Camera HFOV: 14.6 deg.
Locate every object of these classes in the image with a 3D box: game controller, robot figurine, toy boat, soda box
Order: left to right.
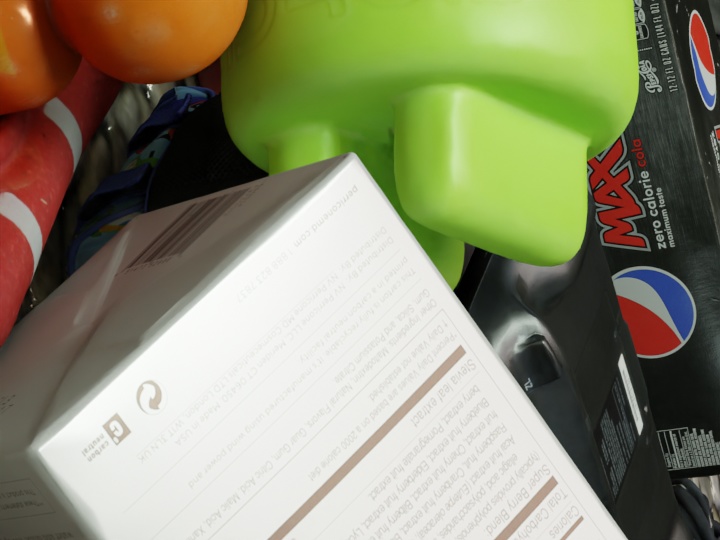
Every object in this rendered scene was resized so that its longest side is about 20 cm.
[{"bbox_3d":[-0.091,-0.066,0.746,0.200,0.130,0.131,-77,149,-55],"label":"toy boat"},{"bbox_3d":[0.016,-0.097,0.788,0.116,0.175,0.201,17,63,-47],"label":"robot figurine"},{"bbox_3d":[0.065,0.063,0.869,0.104,0.042,0.200,-75,155,-43],"label":"game controller"},{"bbox_3d":[0.093,-0.032,0.950,0.071,0.063,0.200,-57,135,-63],"label":"soda box"}]

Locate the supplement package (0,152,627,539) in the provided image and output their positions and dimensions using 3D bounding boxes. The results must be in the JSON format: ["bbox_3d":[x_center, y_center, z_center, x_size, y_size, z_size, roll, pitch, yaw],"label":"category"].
[{"bbox_3d":[-0.012,0.090,0.727,0.120,0.121,0.200,-43,106,-29],"label":"supplement package"}]

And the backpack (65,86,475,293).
[{"bbox_3d":[0.000,0.000,0.966,0.200,0.134,0.183,-68,145,-60],"label":"backpack"}]

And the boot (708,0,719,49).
[{"bbox_3d":[0.126,-0.081,1.001,0.070,0.131,0.200,-84,152,-62],"label":"boot"}]

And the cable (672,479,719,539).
[{"bbox_3d":[0.217,0.212,1.649,0.163,0.051,0.201,-32,107,-72],"label":"cable"}]

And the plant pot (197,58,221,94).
[{"bbox_3d":[0.048,-0.093,1.132,0.200,0.177,0.201,-14,90,-74],"label":"plant pot"}]
